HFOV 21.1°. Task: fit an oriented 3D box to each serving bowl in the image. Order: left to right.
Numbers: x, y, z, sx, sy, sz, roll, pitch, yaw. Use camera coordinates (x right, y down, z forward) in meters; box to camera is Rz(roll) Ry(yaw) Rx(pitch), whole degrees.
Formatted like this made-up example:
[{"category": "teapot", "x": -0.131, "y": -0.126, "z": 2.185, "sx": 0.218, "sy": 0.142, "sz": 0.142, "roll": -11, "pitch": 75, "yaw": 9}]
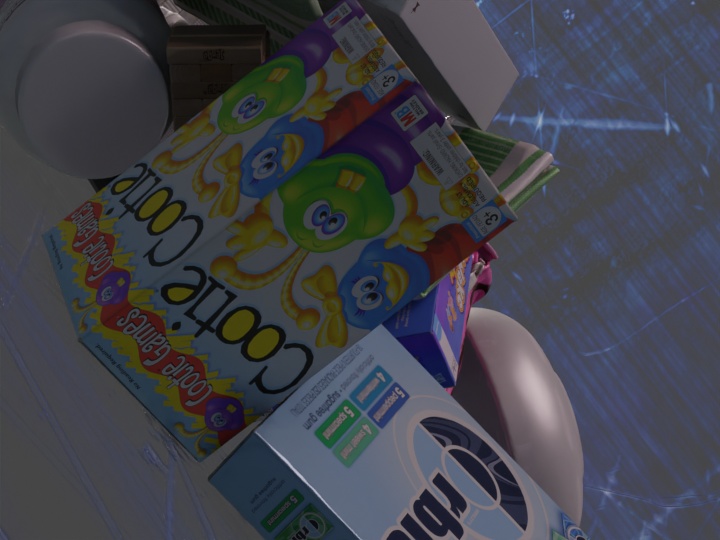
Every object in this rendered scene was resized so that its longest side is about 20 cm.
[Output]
[{"category": "serving bowl", "x": 0.114, "y": 0.118, "z": 1.371, "sx": 0.200, "sy": 0.065, "sz": 0.202, "roll": 166, "pitch": -90, "yaw": -82}]

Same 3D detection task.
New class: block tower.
[{"category": "block tower", "x": -0.073, "y": -0.042, "z": 1.100, "sx": 0.054, "sy": 0.057, "sz": 0.202, "roll": -85, "pitch": 174, "yaw": -62}]

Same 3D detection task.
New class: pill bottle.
[{"category": "pill bottle", "x": -0.162, "y": -0.122, "z": 1.132, "sx": 0.112, "sy": 0.112, "sz": 0.200, "roll": 51, "pitch": 3, "yaw": -23}]

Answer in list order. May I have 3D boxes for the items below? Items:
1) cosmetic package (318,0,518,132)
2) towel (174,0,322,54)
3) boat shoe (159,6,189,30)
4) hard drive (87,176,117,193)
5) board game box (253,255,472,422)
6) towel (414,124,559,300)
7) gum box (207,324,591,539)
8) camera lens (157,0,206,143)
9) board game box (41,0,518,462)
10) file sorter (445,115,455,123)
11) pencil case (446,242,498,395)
[{"category": "cosmetic package", "x": 0.003, "y": -0.166, "z": 1.167, "sx": 0.150, "sy": 0.052, "sz": 0.200, "roll": 32, "pitch": -4, "yaw": 22}, {"category": "towel", "x": -0.071, "y": -0.164, "z": 1.132, "sx": 0.152, "sy": 0.023, "sz": 0.200, "roll": 32, "pitch": -5, "yaw": 15}, {"category": "boat shoe", "x": -0.167, "y": -0.138, "z": 1.334, "sx": 0.065, "sy": 0.075, "sz": 0.202, "roll": 38, "pitch": -16, "yaw": -5}, {"category": "hard drive", "x": -0.122, "y": -0.022, "z": 1.317, "sx": 0.140, "sy": 0.033, "sz": 0.200, "roll": 54, "pitch": 4, "yaw": 28}, {"category": "board game box", "x": 0.000, "y": 0.000, "z": 1.211, "sx": 0.201, "sy": 0.133, "sz": 0.045, "roll": -78, "pitch": 151, "yaw": -49}, {"category": "towel", "x": 0.005, "y": -0.051, "z": 1.208, "sx": 0.199, "sy": 0.152, "sz": 0.024, "roll": 22, "pitch": -36, "yaw": 42}, {"category": "gum box", "x": 0.034, "y": 0.135, "z": 1.004, "sx": 0.200, "sy": 0.045, "sz": 0.170, "roll": 45, "pitch": 27, "yaw": 2}, {"category": "camera lens", "x": -0.148, "y": -0.182, "z": 1.545, "sx": 0.200, "sy": 0.160, "sz": 0.160, "roll": 51, "pitch": 4, "yaw": -24}, {"category": "board game box", "x": -0.042, "y": -0.022, "z": 0.955, "sx": 0.103, "sy": 0.199, "sz": 0.105, "roll": 49, "pitch": 5, "yaw": -36}, {"category": "file sorter", "x": -0.006, "y": -0.156, "z": 1.451, "sx": 0.139, "sy": 0.124, "sz": 0.201, "roll": 36, "pitch": 34, "yaw": -45}, {"category": "pencil case", "x": 0.035, "y": 0.069, "z": 1.251, "sx": 0.091, "sy": 0.093, "sz": 0.201, "roll": 46, "pitch": 42, "yaw": -37}]
